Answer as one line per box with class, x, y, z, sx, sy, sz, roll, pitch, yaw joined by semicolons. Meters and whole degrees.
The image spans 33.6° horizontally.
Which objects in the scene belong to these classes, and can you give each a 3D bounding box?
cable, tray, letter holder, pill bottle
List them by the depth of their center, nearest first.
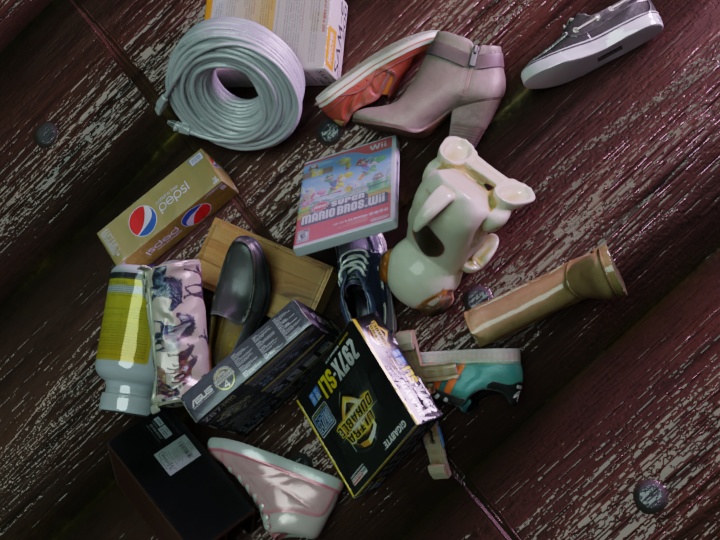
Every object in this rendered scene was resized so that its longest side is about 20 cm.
letter holder;-0.242;0.309;1.616;0.100;0.143;0.200;-33;64;-26
cable;-0.174;-0.257;1.665;0.198;0.201;0.070;24;45;-5
pill bottle;-0.309;0.099;1.666;0.111;0.112;0.202;5;79;18
tray;-0.137;0.007;1.672;0.198;0.037;0.099;23;86;20

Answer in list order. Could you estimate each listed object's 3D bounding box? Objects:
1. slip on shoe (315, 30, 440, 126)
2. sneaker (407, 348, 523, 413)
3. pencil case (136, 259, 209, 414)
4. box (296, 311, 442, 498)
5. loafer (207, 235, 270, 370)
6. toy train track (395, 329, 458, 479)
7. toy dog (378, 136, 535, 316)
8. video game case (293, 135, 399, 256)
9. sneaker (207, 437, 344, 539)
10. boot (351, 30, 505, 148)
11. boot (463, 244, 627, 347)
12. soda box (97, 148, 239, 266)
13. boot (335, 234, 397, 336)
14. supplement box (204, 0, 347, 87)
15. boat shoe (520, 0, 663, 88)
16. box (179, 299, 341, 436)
slip on shoe;0.033;-0.272;1.669;0.199;0.074;0.061;-34;104;2
sneaker;0.112;0.145;1.545;0.198;0.071;0.081;-6;82;22
pencil case;-0.249;0.087;1.591;0.089;0.078;0.203;-3;86;-24
box;0.006;0.173;1.522;0.161;0.049;0.200;59;141;21
loafer;-0.170;0.054;1.619;0.072;0.072;0.202;10;102;25
toy train track;0.077;0.176;1.521;0.114;0.032;0.202;-9;104;30
toy dog;0.109;-0.037;1.534;0.139;0.194;0.201;32;123;8
video game case;-0.016;-0.103;1.604;0.142;0.018;0.201;-16;36;15
sneaker;-0.129;0.295;1.585;0.198;0.075;0.106;18;79;16
boot;0.098;-0.252;1.626;0.198;0.070;0.148;11;94;2
boot;0.227;0.040;1.485;0.198;0.175;0.067;-25;87;8
soda box;-0.277;-0.082;1.718;0.199;0.068;0.064;-38;70;7
boot;0.000;0.000;1.599;0.072;0.090;0.202;-20;70;13
supplement box;-0.125;-0.335;1.722;0.198;0.073;0.128;3;79;18
boat shoe;0.300;-0.306;1.587;0.198;0.071;0.064;-24;73;3
box;-0.122;0.133;1.574;0.200;0.161;0.049;-41;70;6
